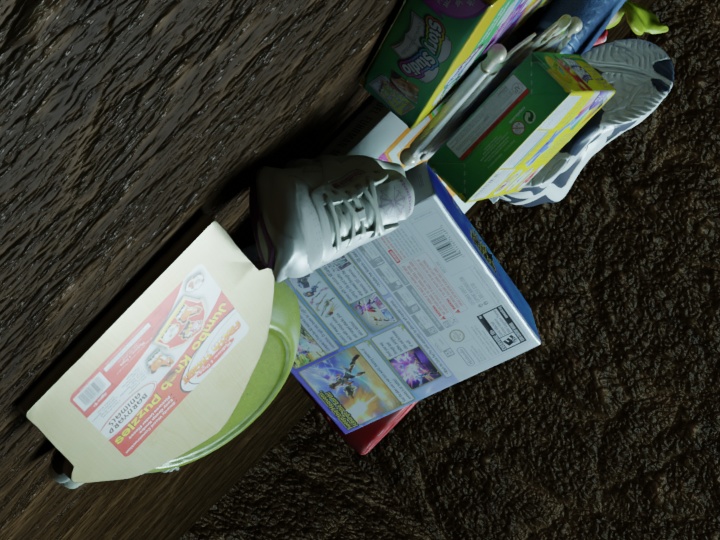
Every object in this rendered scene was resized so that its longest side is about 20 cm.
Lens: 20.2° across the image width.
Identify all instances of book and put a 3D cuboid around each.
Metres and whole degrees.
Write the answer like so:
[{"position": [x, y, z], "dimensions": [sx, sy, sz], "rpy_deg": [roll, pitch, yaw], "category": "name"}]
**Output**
[{"position": [0.035, -0.083, 1.617], "dimensions": [0.200, 0.048, 0.134], "rpy_deg": [-47, 135, -19], "category": "book"}]

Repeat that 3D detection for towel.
[{"position": [0.215, -0.259, 1.782], "dimensions": [0.200, 0.049, 0.112], "rpy_deg": [-53, 172, -5], "category": "towel"}]

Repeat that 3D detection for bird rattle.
[{"position": [0.217, -0.243, 2.075], "dimensions": [0.200, 0.113, 0.163], "rpy_deg": [-41, -171, -39], "category": "bird rattle"}]

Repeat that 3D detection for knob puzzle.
[{"position": [-0.136, 0.064, 1.382], "dimensions": [0.220, 0.030, 0.220], "rpy_deg": [-35, 147, -27], "category": "knob puzzle"}]

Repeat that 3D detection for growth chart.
[{"position": [0.104, -0.138, 1.511], "dimensions": [0.145, 0.018, 0.200], "rpy_deg": [-48, 171, 28], "category": "growth chart"}]

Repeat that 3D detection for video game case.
[{"position": [0.018, 0.025, 1.576], "dimensions": [0.181, 0.200, 0.045], "rpy_deg": [-26, -137, 13], "category": "video game case"}]

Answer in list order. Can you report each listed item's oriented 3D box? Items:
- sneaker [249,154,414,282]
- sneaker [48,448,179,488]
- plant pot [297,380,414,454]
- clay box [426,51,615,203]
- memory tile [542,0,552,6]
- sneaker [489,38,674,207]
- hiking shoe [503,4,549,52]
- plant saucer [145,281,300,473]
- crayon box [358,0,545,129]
[{"position": [-0.018, -0.047, 1.397], "dimensions": [0.099, 0.075, 0.200], "rpy_deg": [-7, -166, 13], "category": "sneaker"}, {"position": [-0.175, 0.129, 1.597], "dimensions": [0.075, 0.081, 0.200], "rpy_deg": [-48, 175, 27], "category": "sneaker"}, {"position": [0.007, 0.077, 2.248], "dimensions": [0.200, 0.182, 0.200], "rpy_deg": [-48, 176, -4], "category": "plant pot"}, {"position": [0.128, -0.111, 1.538], "dimensions": [0.115, 0.048, 0.200], "rpy_deg": [-46, 172, 15], "category": "clay box"}, {"position": [0.156, -0.258, 1.631], "dimensions": [0.153, 0.017, 0.200], "rpy_deg": [-31, 166, -37], "category": "memory tile"}, {"position": [0.183, -0.122, 1.787], "dimensions": [0.199, 0.079, 0.130], "rpy_deg": [-45, 179, -20], "category": "sneaker"}, {"position": [0.131, -0.177, 1.884], "dimensions": [0.076, 0.101, 0.200], "rpy_deg": [-11, 121, -35], "category": "hiking shoe"}, {"position": [-0.121, 0.085, 1.493], "dimensions": [0.200, 0.031, 0.200], "rpy_deg": [-29, 149, -20], "category": "plant saucer"}, {"position": [0.094, -0.205, 1.392], "dimensions": [0.173, 0.058, 0.200], "rpy_deg": [-44, 175, -24], "category": "crayon box"}]
